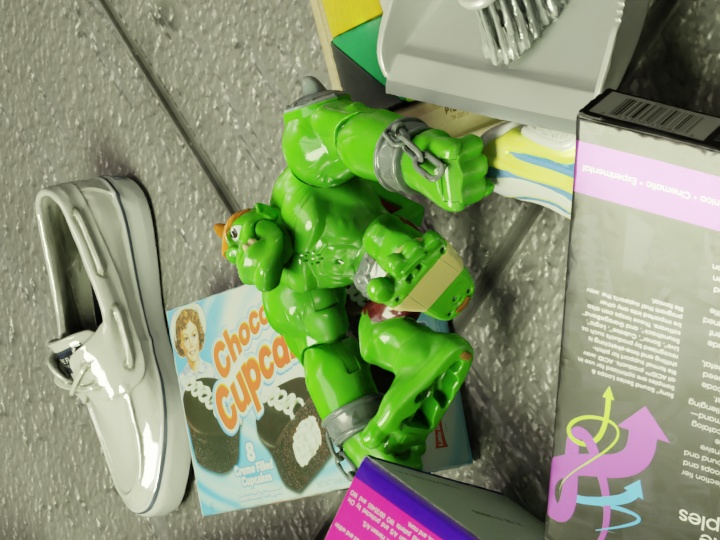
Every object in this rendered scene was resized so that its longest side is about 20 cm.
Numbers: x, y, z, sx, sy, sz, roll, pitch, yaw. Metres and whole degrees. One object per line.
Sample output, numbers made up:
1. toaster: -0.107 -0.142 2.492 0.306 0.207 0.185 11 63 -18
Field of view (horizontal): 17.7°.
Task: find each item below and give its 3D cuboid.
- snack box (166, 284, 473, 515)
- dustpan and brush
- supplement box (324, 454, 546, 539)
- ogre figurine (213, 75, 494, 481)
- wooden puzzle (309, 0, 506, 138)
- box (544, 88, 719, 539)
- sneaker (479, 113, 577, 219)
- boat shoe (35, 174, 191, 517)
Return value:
1. snack box: -0.026 0.058 1.200 0.200 0.037 0.116 -18 80 52
2. dustpan and brush: 0.084 -0.165 0.987 0.139 0.057 0.200 17 73 47
3. supplement box: 0.020 0.202 1.062 0.103 0.101 0.200 33 100 45
4. ogre figurine: 0.000 0.000 1.068 0.120 0.098 0.200 44 159 36
5. wooden puzzle: 0.026 -0.152 1.103 0.185 0.037 0.201 -18 81 52
6. box: 0.147 0.040 0.909 0.143 0.036 0.200 17 121 25
7. sneaker: 0.124 -0.015 0.968 0.200 0.076 0.105 2 97 51
8. boat shoe: -0.150 0.046 1.335 0.074 0.065 0.200 -22 78 51
